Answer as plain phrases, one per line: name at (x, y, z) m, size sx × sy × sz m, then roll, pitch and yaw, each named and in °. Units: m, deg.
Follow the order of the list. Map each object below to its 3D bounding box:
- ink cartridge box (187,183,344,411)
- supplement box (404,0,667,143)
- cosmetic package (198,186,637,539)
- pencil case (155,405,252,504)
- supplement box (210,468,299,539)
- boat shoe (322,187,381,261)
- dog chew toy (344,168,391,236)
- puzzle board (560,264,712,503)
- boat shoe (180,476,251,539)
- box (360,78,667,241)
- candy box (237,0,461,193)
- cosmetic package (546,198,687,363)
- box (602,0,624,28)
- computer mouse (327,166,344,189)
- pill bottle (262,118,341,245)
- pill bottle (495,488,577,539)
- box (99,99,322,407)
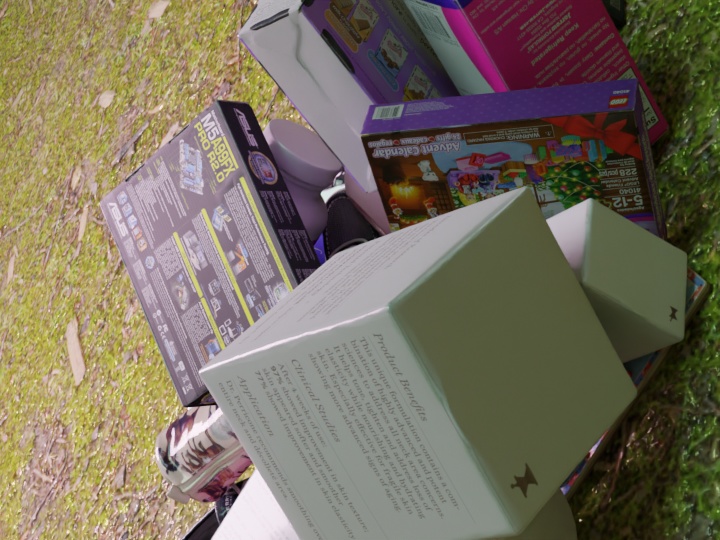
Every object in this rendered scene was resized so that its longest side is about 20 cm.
ink cartridge box at (-0.072, 0.036, 1.549) m, size 0.198 × 0.043 × 0.200 m, roll -13°, pitch 71°, yaw 26°
supplement box at (0.128, -0.160, 1.266) m, size 0.103 × 0.201 × 0.101 m, roll -39°, pitch 30°, yaw -10°
cosmetic package at (0.038, 0.075, 1.129) m, size 0.199 × 0.168 × 0.166 m, roll -18°, pitch 16°, yaw 46°
pencil case at (-0.090, 0.123, 1.444) m, size 0.200 × 0.078 × 0.090 m, roll -39°, pitch 15°, yaw 29°
supplement box at (-0.045, 0.225, 1.371) m, size 0.201 × 0.101 × 0.103 m, roll -58°, pitch 44°, yaw 11°
boat shoe at (0.000, 0.000, 1.436) m, size 0.074 × 0.093 × 0.201 m, roll -36°, pitch 57°, yaw 17°
dog chew toy at (0.081, -0.108, 1.415) m, size 0.200 × 0.125 × 0.124 m, roll -44°, pitch 31°, yaw -3°
puzzle board at (0.164, 0.060, 1.264) m, size 0.201 × 0.017 × 0.151 m, roll -58°, pitch 31°, yaw 11°
boat shoe at (-0.097, 0.216, 1.507) m, size 0.200 × 0.067 × 0.072 m, roll -42°, pitch 37°, yaw 35°
box at (0.112, -0.063, 1.220) m, size 0.198 × 0.138 × 0.039 m, roll -4°, pitch 41°, yaw 20°
candy box at (0.014, -0.192, 1.317) m, size 0.071 × 0.168 × 0.201 m, roll -16°, pitch 36°, yaw 40°
cosmetic package at (0.129, 0.030, 1.226) m, size 0.199 × 0.101 × 0.072 m, roll -26°, pitch 46°, yaw 47°
box at (0.149, -0.306, 1.414) m, size 0.051 × 0.157 × 0.202 m, roll -30°, pitch 46°, yaw 43°
computer mouse at (0.011, -0.074, 1.568) m, size 0.199 × 0.052 × 0.140 m, roll -5°, pitch 80°, yaw 51°
pill bottle at (-0.095, -0.028, 1.468) m, size 0.201 × 0.103 × 0.105 m, roll -58°, pitch 31°, yaw 23°
pill bottle at (0.054, 0.213, 1.228) m, size 0.199 × 0.109 × 0.110 m, roll -33°, pitch 43°, yaw 37°
box at (-0.118, -0.012, 1.394) m, size 0.160 × 0.044 × 0.201 m, roll -36°, pitch 69°, yaw 31°
